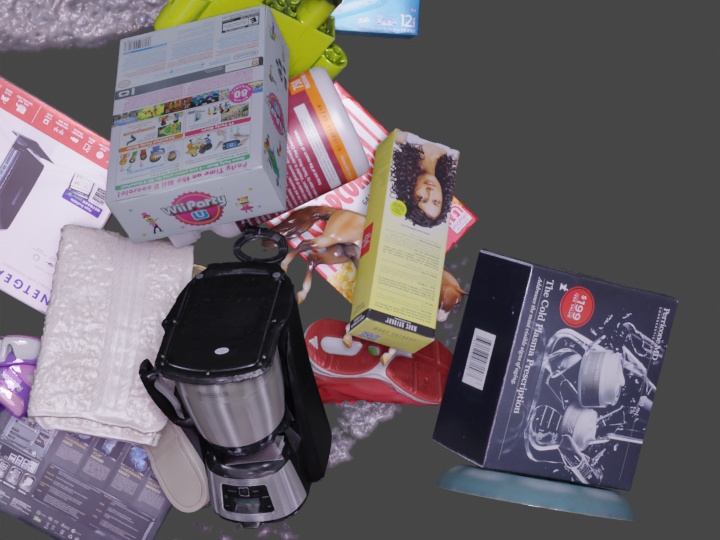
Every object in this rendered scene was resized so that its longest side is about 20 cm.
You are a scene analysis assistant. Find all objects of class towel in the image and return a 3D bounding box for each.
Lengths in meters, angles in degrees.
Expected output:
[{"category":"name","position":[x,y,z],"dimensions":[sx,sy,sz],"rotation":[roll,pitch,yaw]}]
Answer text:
[{"category":"towel","position":[-0.233,0.059,1.429],"dimensions":[0.132,0.034,0.201],"rotation":[10,73,-13]}]

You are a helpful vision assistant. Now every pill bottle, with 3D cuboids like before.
[{"category":"pill bottle","position":[-0.101,-0.101,1.434],"dimensions":[0.199,0.113,0.113],"rotation":[-26,97,0]}]

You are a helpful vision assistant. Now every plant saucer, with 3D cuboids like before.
[{"category":"plant saucer","position":[0.173,0.216,1.498],"dimensions":[0.199,0.200,0.028],"rotation":[10,85,-7]}]

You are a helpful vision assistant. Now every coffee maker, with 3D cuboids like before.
[{"category":"coffee maker","position":[-0.091,0.101,1.392],"dimensions":[0.192,0.134,0.201],"rotation":[-50,144,-35]}]

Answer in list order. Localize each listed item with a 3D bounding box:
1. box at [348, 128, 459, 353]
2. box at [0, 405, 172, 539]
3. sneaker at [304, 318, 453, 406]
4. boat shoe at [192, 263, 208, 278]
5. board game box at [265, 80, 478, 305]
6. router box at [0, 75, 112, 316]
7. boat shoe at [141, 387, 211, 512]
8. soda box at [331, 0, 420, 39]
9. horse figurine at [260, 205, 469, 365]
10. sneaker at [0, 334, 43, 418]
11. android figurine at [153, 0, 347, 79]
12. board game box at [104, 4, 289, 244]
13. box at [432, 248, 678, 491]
[{"category":"box","position":[0.041,-0.029,1.444],"dimensions":[0.075,0.050,0.201],"rotation":[16,66,-20]},{"category":"box","position":[-0.275,0.189,1.517],"dimensions":[0.199,0.051,0.158],"rotation":[29,90,-8]},{"category":"sneaker","position":[0.000,0.105,1.540],"dimensions":[0.199,0.115,0.079],"rotation":[20,56,-31]},{"category":"boat shoe","position":[-0.177,0.028,1.506],"dimensions":[0.199,0.069,0.074],"rotation":[9,94,-7]},{"category":"board game box","position":[-0.006,-0.066,1.528],"dimensions":[0.200,0.046,0.152],"rotation":[43,89,-8]},{"category":"router box","position":[-0.341,-0.081,1.488],"dimensions":[0.199,0.049,0.180],"rotation":[30,91,-8]},{"category":"boat shoe","position":[-0.184,0.136,1.488],"dimensions":[0.072,0.063,0.201],"rotation":[-29,80,30]},{"category":"soda box","position":[-0.043,-0.266,1.495],"dimensions":[0.199,0.068,0.065],"rotation":[2,95,-6]},{"category":"horse figurine","position":[0.000,0.000,1.474],"dimensions":[0.200,0.050,0.133],"rotation":[39,64,0]},{"category":"sneaker","position":[-0.387,0.108,1.460],"dimensions":[0.199,0.080,0.089],"rotation":[-2,87,15]},{"category":"android figurine","position":[-0.108,-0.215,1.453],"dimensions":[0.181,0.041,0.200],"rotation":[23,135,-28]},{"category":"board game box","position":[-0.143,-0.133,1.360],"dimensions":[0.147,0.201,0.064],"rotation":[-12,140,13]},{"category":"box","position":[0.193,0.099,1.508],"dimensions":[0.181,0.104,0.201],"rotation":[12,94,-28]}]
